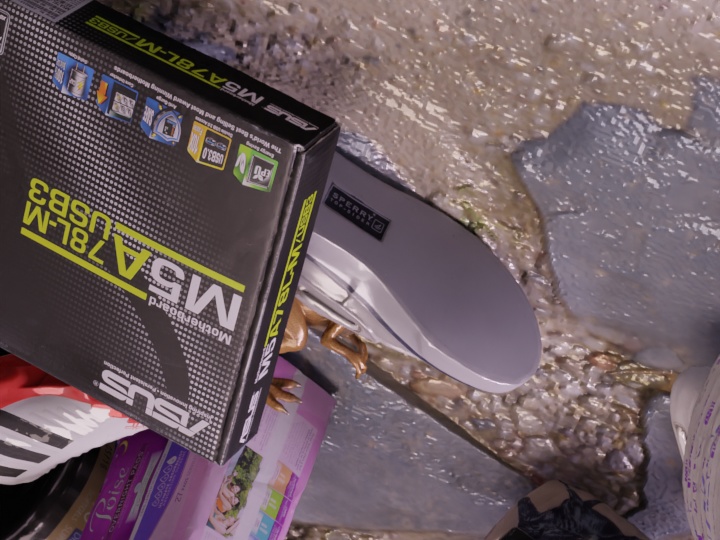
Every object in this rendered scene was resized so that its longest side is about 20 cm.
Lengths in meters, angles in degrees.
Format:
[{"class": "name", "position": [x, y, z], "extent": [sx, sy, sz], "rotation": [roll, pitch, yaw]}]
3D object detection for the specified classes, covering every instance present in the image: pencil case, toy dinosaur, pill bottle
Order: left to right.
[{"class": "pill bottle", "position": [-0.130, 0.181, 1.729], "extent": [0.200, 0.112, 0.112], "rotation": [39, 141, -22]}, {"class": "toy dinosaur", "position": [-0.051, 0.012, 1.529], "extent": [0.199, 0.061, 0.107], "rotation": [15, 127, -4]}, {"class": "pencil case", "position": [0.153, 0.194, 1.568], "extent": [0.200, 0.078, 0.090], "rotation": [35, 141, 22]}]

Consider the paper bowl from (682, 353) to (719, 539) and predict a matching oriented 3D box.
[{"class": "paper bowl", "position": [0.245, 0.082, 1.352], "extent": [0.201, 0.201, 0.104], "rotation": [45, -178, -28]}]

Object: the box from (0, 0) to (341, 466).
[{"class": "box", "position": [-0.122, -0.029, 1.423], "extent": [0.199, 0.047, 0.194], "rotation": [28, 122, 16]}]

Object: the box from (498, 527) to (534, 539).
[{"class": "box", "position": [0.135, 0.248, 1.529], "extent": [0.200, 0.046, 0.159], "rotation": [36, 146, 21]}]

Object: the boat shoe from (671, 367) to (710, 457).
[{"class": "boat shoe", "position": [0.208, 0.117, 1.491], "extent": [0.066, 0.072, 0.200], "rotation": [33, 168, 39]}]

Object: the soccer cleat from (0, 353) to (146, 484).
[{"class": "soccer cleat", "position": [-0.168, 0.076, 1.557], "extent": [0.199, 0.069, 0.085], "rotation": [-13, 142, -5]}]

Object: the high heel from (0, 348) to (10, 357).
[{"class": "high heel", "position": [-0.166, 0.003, 1.552], "extent": [0.200, 0.072, 0.142], "rotation": [46, 141, -21]}]

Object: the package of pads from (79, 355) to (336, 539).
[{"class": "package of pads", "position": [-0.098, 0.146, 1.591], "extent": [0.076, 0.201, 0.120], "rotation": [38, 146, -29]}]

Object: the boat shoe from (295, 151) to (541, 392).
[{"class": "boat shoe", "position": [0.000, 0.000, 1.458], "extent": [0.199, 0.072, 0.066], "rotation": [32, 146, -11]}]
